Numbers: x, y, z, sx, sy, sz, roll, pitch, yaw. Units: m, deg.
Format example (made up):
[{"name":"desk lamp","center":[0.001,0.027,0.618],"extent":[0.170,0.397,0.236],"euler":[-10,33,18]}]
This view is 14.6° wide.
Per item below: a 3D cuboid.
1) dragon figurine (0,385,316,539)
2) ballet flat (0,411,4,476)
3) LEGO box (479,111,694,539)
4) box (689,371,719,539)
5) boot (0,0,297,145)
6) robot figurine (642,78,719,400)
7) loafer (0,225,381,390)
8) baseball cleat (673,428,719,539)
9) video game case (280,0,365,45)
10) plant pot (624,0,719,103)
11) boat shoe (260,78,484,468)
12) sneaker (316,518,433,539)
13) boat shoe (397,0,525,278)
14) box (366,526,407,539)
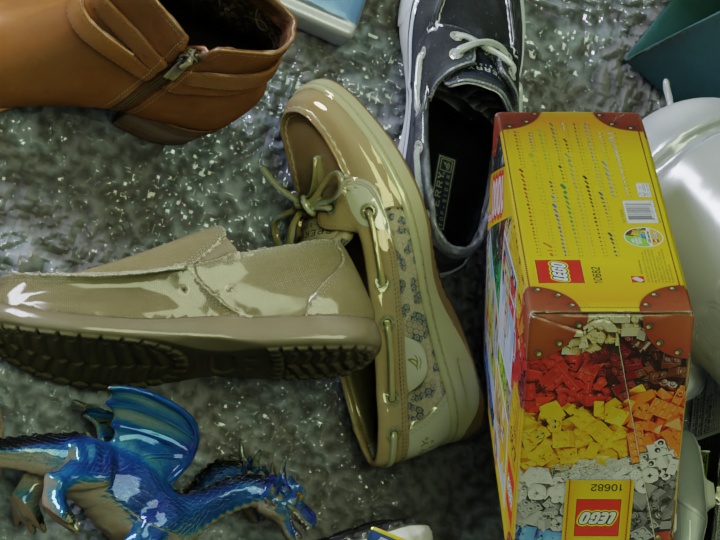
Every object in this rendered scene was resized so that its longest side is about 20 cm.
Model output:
[{"name":"dragon figurine","center":[-0.117,0.092,1.370],"extent":[0.200,0.059,0.099],"euler":[36,66,-17]},{"name":"ballet flat","center":[-0.220,0.017,1.346],"extent":[0.068,0.067,0.200],"euler":[-23,87,-24]},{"name":"LEGO box","center":[0.106,0.033,1.364],"extent":[0.077,0.200,0.149],"euler":[1,120,-3]},{"name":"box","center":[0.266,0.153,1.519],"extent":[0.193,0.048,0.200],"euler":[14,72,-21]},{"name":"boot","center":[-0.138,-0.116,1.361],"extent":[0.200,0.155,0.077],"euler":[21,71,-16]},{"name":"robot figurine","center":[0.198,-0.013,1.467],"extent":[0.170,0.113,0.200],"euler":[-48,55,12]},{"name":"loafer","center":[-0.090,0.017,1.389],"extent":[0.200,0.076,0.068],"euler":[3,65,-10]},{"name":"baseball cleat","center":[0.124,0.169,1.446],"extent":[0.106,0.070,0.200],"euler":[14,69,-12]},{"name":"video game case","center":[-0.070,-0.238,1.491],"extent":[0.200,0.022,0.182],"euler":[23,70,-16]},{"name":"plant pot","center":[0.283,-0.110,1.539],"extent":[0.200,0.141,0.141],"euler":[44,66,-10]},{"name":"boat shoe","center":[0.000,0.000,1.434],"extent":[0.063,0.073,0.200],"euler":[-21,87,-27]},{"name":"sneaker","center":[-0.044,0.182,1.375],"extent":[0.200,0.074,0.079],"euler":[-17,89,-24]},{"name":"boat shoe","center":[0.055,-0.096,1.481],"extent":[0.072,0.068,0.200],"euler":[18,72,-17]},{"name":"box","center":[0.088,0.188,1.314],"extent":[0.200,0.070,0.064],"euler":[22,82,13]}]
